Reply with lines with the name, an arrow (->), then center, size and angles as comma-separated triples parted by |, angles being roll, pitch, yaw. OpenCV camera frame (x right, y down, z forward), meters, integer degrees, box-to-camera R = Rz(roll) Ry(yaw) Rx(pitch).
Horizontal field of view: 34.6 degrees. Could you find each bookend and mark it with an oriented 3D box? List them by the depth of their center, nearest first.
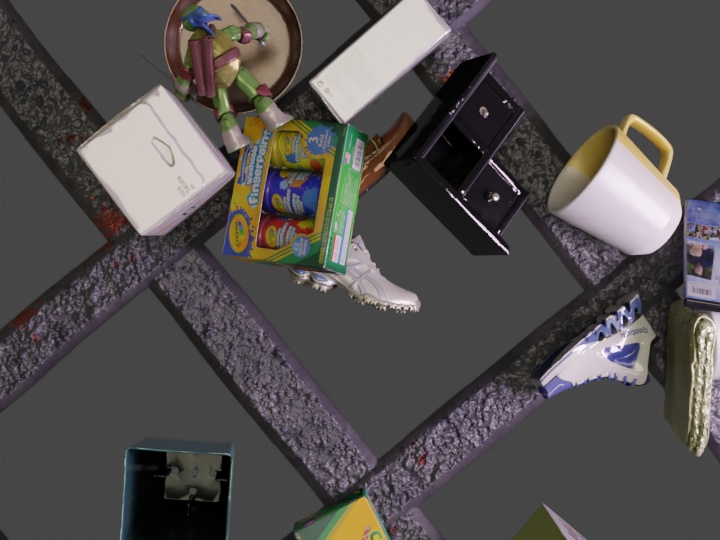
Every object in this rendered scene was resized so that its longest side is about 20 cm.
bookend -> 0.172, -0.159, 1.629 | 0.200, 0.092, 0.199 | 44, 72, -20

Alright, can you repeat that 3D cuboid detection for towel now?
towel -> 0.463, 0.149, 1.631 | 0.036, 0.148, 0.202 | -1, 99, 0

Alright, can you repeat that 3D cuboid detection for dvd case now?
dvd case -> 0.526, -0.017, 1.626 | 0.141, 0.018, 0.201 | 9, 49, 6

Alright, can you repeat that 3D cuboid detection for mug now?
mug -> 0.380, -0.115, 1.633 | 0.153, 0.149, 0.187 | 35, 98, -10

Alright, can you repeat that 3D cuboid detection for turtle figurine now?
turtle figurine -> -0.180, -0.270, 1.588 | 0.143, 0.200, 0.195 | -31, 98, -23

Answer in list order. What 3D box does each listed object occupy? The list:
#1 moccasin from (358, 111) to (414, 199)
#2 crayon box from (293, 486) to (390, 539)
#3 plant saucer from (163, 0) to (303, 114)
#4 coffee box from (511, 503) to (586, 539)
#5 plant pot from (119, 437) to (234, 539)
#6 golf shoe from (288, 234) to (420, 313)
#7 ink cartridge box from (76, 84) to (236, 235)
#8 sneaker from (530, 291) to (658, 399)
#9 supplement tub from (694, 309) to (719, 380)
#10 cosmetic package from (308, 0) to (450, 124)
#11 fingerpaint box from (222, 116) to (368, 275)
moccasin -> -0.004, -0.154, 1.658 | 0.201, 0.074, 0.078 | -43, 101, 10
crayon box -> -0.002, 0.434, 1.683 | 0.118, 0.058, 0.201 | -27, 92, 0
plant saucer -> -0.181, -0.324, 1.662 | 0.198, 0.034, 0.202 | 0, 92, -2
coffee box -> 0.279, 0.484, 1.621 | 0.197, 0.200, 0.200 | 40, 92, -2
plant pot -> -0.242, 0.301, 1.602 | 0.140, 0.200, 0.143 | 4, 91, -1
golf shoe -> 0.000, 0.000, 1.661 | 0.199, 0.078, 0.098 | 19, 86, -3
ink cartridge box -> -0.271, -0.145, 1.583 | 0.144, 0.200, 0.148 | -38, 92, 0
sneaker -> 0.354, 0.136, 1.669 | 0.199, 0.081, 0.115 | -39, 90, -1
supplement tub -> 0.582, 0.086, 1.642 | 0.198, 0.140, 0.142 | -5, 92, -1
cosmetic package -> 0.026, -0.295, 1.630 | 0.200, 0.113, 0.081 | -39, 92, 3
fingerpaint box -> -0.091, -0.105, 1.609 | 0.166, 0.073, 0.202 | 8, 85, 26
